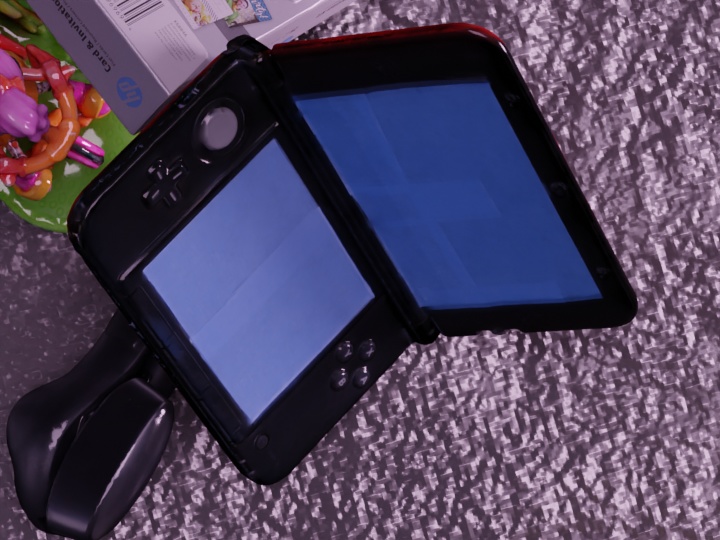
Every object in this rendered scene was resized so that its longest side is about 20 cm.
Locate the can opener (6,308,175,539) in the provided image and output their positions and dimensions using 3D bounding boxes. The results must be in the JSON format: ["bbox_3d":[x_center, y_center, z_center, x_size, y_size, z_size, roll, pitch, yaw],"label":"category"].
[{"bbox_3d":[-0.097,0.036,1.223,0.079,0.063,0.200,21,70,24],"label":"can opener"}]

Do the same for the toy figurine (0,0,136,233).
[{"bbox_3d":[-0.184,-0.081,1.153,0.200,0.184,0.150,29,91,-4],"label":"toy figurine"}]

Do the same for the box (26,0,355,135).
[{"bbox_3d":[-0.080,-0.169,1.205,0.156,0.041,0.200,51,47,2],"label":"box"}]

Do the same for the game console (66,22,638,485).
[{"bbox_3d":[0.000,0.000,1.152,0.172,0.119,0.200,-46,134,-15],"label":"game console"}]
